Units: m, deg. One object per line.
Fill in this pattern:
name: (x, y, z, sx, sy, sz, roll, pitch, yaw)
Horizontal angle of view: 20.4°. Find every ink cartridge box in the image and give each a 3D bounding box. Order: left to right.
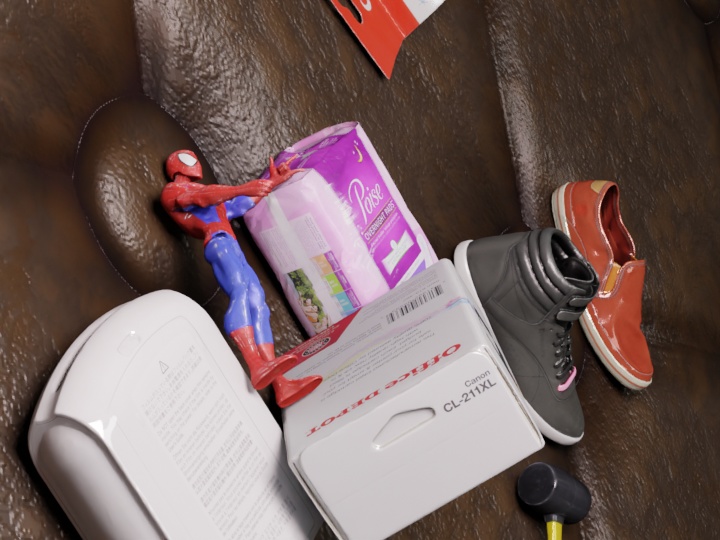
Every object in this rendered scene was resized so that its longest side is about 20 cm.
ink cartridge box: (0.019, -0.280, 1.674, 0.160, 0.047, 0.200, 53, 34, -25)
ink cartridge box: (0.027, 0.086, 1.321, 0.083, 0.146, 0.200, 58, 5, -16)

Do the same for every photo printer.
photo printer: (-0.115, 0.120, 1.234, 0.200, 0.069, 0.166, 59, 32, -16)

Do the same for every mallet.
mallet: (0.162, 0.256, 1.610, 0.066, 0.041, 0.201, 22, 60, -52)

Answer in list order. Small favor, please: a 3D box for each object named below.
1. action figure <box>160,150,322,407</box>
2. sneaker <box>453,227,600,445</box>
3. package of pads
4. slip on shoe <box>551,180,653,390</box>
action figure: (-0.066, -0.018, 1.325, 0.200, 0.099, 0.065, 58, 5, 30)
sneaker: (0.162, 0.052, 1.658, 0.200, 0.099, 0.071, 62, 31, -14)
package of pads: (0.000, 0.000, 1.467, 0.200, 0.076, 0.121, 60, 31, -14)
slip on shoe: (0.231, 0.011, 1.818, 0.074, 0.061, 0.201, -6, 79, -59)
